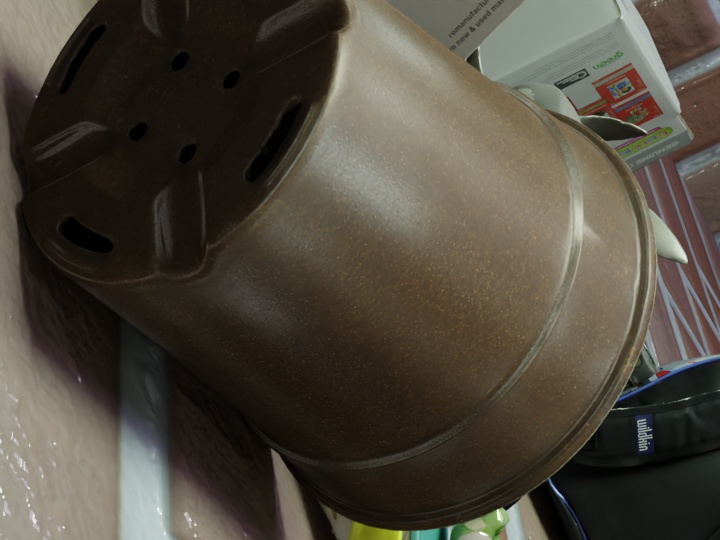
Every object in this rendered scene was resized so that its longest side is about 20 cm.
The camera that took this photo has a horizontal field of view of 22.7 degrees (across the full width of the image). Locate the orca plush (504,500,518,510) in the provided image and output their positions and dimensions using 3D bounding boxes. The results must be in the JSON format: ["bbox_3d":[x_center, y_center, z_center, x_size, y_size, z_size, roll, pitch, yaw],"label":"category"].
[{"bbox_3d":[0.079,0.049,1.122,0.105,0.071,0.200,49,22,-48],"label":"orca plush"}]

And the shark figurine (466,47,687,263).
[{"bbox_3d":[0.101,-0.059,0.866,0.214,0.089,0.128,-170,-97,-80],"label":"shark figurine"}]

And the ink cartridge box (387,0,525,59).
[{"bbox_3d":[0.009,-0.209,0.851,0.200,0.146,0.147,42,34,-8],"label":"ink cartridge box"}]

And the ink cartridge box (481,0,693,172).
[{"bbox_3d":[0.098,-0.110,1.183,0.176,0.200,0.084,43,26,-55],"label":"ink cartridge box"}]

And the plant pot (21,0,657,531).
[{"bbox_3d":[-0.014,-0.024,0.712,0.198,0.200,0.201,38,30,-47],"label":"plant pot"}]

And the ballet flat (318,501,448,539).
[{"bbox_3d":[0.013,0.081,0.827,0.067,0.067,0.200,22,76,-72],"label":"ballet flat"}]

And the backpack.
[{"bbox_3d":[0.231,0.152,1.259,0.154,0.190,0.200,-155,-140,-88],"label":"backpack"}]

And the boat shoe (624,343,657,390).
[{"bbox_3d":[0.119,-0.015,1.066,0.072,0.071,0.200,-85,152,-72],"label":"boat shoe"}]

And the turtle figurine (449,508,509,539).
[{"bbox_3d":[0.109,0.159,0.799,0.194,0.144,0.200,92,4,-51],"label":"turtle figurine"}]
